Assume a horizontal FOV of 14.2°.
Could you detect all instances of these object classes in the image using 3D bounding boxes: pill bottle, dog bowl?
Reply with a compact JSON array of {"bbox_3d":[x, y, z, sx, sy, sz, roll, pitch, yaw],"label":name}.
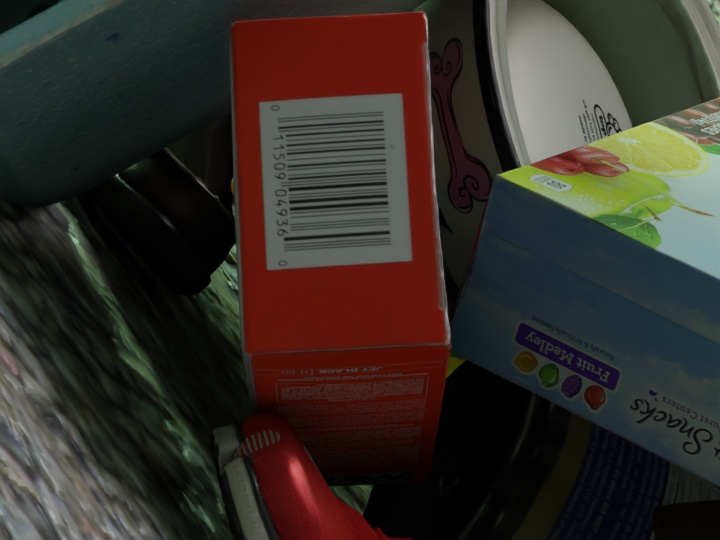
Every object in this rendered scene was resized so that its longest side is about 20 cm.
[{"bbox_3d":[0.105,0.120,1.021,0.199,0.112,0.112,33,14,-17],"label":"pill bottle"},{"bbox_3d":[0.073,-0.046,1.073,0.200,0.073,0.201,32,49,-45],"label":"dog bowl"}]

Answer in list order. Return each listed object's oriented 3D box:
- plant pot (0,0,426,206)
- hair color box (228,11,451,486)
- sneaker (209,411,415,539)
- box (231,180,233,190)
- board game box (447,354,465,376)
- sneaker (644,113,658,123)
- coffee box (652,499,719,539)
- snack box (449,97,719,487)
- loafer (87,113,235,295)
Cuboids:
[{"bbox_3d":[-0.079,-0.134,0.901,0.196,0.195,0.200,58,-10,18],"label":"plant pot"},{"bbox_3d":[-0.007,0.000,0.897,0.200,0.061,0.102,94,-7,-76],"label":"hair color box"},{"bbox_3d":[0.026,0.105,0.887,0.200,0.085,0.077,51,8,-30],"label":"sneaker"},{"bbox_3d":[-0.049,-0.065,1.325,0.200,0.041,0.119,54,7,-32],"label":"box"},{"bbox_3d":[0.041,-0.005,1.213,0.200,0.047,0.102,84,-2,-75],"label":"board game box"},{"bbox_3d":[0.125,0.005,1.209,0.106,0.074,0.202,11,75,-47],"label":"sneaker"},{"bbox_3d":[0.140,0.181,0.922,0.113,0.079,0.201,-91,175,-53],"label":"coffee box"},{"bbox_3d":[0.148,0.013,0.933,0.168,0.068,0.200,27,24,24],"label":"snack box"},{"bbox_3d":[-0.070,-0.064,1.053,0.073,0.071,0.200,51,9,-30],"label":"loafer"}]
